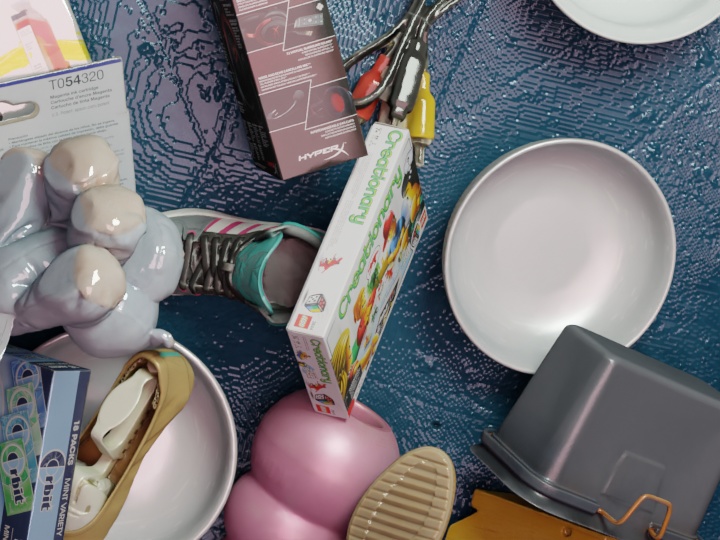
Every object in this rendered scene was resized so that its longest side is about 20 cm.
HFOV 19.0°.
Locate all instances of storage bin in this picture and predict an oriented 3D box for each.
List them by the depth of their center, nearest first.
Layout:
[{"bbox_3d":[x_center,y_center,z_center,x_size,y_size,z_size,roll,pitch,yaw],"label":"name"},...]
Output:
[{"bbox_3d":[0.217,0.140,1.757,0.200,0.146,0.135,22,100,-28],"label":"storage bin"}]

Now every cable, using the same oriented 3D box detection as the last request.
[{"bbox_3d":[0.037,-0.190,1.775,0.097,0.050,0.200,20,81,-6],"label":"cable"}]

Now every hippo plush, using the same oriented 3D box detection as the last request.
[{"bbox_3d":[-0.192,0.013,1.586,0.161,0.159,0.200,27,82,-48],"label":"hippo plush"}]

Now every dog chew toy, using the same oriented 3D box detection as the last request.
[{"bbox_3d":[-0.055,0.196,1.759,0.124,0.125,0.200,31,99,-12],"label":"dog chew toy"}]

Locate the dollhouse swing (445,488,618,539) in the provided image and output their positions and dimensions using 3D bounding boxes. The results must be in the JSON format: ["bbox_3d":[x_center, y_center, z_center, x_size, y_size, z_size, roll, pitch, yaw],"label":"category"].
[{"bbox_3d":[0.176,0.305,1.852,0.182,0.176,0.200,18,95,30],"label":"dollhouse swing"}]

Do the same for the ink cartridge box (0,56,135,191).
[{"bbox_3d":[-0.268,-0.058,1.631,0.196,0.043,0.200,-14,120,-21],"label":"ink cartridge box"}]

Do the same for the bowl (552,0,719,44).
[{"bbox_3d":[0.222,-0.286,1.761,0.201,0.090,0.202,-1,98,-10],"label":"bowl"}]

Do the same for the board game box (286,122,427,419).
[{"bbox_3d":[0.000,0.000,1.699,0.035,0.126,0.200,12,61,18],"label":"board game box"}]

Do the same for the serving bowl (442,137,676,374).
[{"bbox_3d":[0.158,-0.016,1.789,0.200,0.066,0.201,-3,104,-12],"label":"serving bowl"}]

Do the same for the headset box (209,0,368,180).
[{"bbox_3d":[-0.066,-0.180,1.693,0.075,0.149,0.200,-17,99,-8],"label":"headset box"}]

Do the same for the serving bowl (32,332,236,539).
[{"bbox_3d":[-0.199,0.140,1.738,0.200,0.066,0.201,0,95,-4],"label":"serving bowl"}]

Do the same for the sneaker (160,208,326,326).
[{"bbox_3d":[-0.101,-0.002,1.722,0.200,0.121,0.084,1,96,-10],"label":"sneaker"}]

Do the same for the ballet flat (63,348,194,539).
[{"bbox_3d":[-0.204,0.143,1.666,0.069,0.063,0.200,31,90,22],"label":"ballet flat"}]

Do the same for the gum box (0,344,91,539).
[{"bbox_3d":[-0.307,0.137,1.675,0.045,0.200,0.170,2,100,-55],"label":"gum box"}]

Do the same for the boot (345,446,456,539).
[{"bbox_3d":[0.034,0.227,1.752,0.072,0.166,0.200,26,98,13],"label":"boot"}]

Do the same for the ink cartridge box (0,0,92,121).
[{"bbox_3d":[-0.288,-0.165,1.688,0.145,0.083,0.200,-22,100,-8],"label":"ink cartridge box"}]
